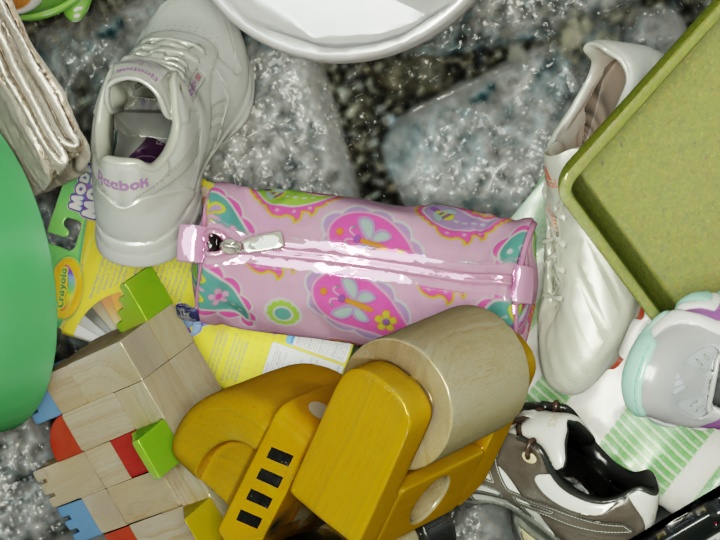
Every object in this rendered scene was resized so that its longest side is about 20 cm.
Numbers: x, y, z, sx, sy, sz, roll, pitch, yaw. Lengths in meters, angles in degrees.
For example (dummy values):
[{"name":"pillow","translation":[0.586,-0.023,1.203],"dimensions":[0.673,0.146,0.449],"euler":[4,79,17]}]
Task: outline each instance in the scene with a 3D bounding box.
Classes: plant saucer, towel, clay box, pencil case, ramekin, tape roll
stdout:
[{"name":"plant saucer","translation":[0.206,-0.056,1.324],"dimensions":[0.200,0.048,0.200],"euler":[-48,124,-11]},{"name":"towel","translation":[0.160,0.034,1.399],"dimensions":[0.200,0.023,0.153],"euler":[39,95,10]},{"name":"clay box","translation":[-0.090,0.007,1.435],"dimensions":[0.199,0.048,0.115],"euler":[19,90,11]},{"name":"towel","translation":[-0.206,-0.105,1.385],"dimensions":[0.034,0.200,0.133],"euler":[-28,95,-17]},{"name":"pencil case","translation":[0.000,0.000,1.355],"dimensions":[0.199,0.087,0.088],"euler":[8,88,7]},{"name":"ramekin","translation":[-0.002,-0.215,1.409],"dimensions":[0.201,0.094,0.203],"euler":[-1,86,10]},{"name":"tape roll","translation":[-0.247,0.001,1.403],"dimensions":[0.200,0.048,0.201],"euler":[22,118,49]}]

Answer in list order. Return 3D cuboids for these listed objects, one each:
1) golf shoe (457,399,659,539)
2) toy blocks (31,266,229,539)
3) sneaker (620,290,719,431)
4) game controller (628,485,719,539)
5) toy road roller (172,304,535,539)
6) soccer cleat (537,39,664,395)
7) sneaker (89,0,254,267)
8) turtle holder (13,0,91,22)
[{"name":"golf shoe","translation":[0.082,0.096,1.369],"dimensions":[0.200,0.078,0.095],"euler":[31,131,4]},{"name":"toy blocks","translation":[-0.129,0.113,1.408],"dimensions":[0.136,0.100,0.201],"euler":[-23,101,42]},{"name":"sneaker","translation":[0.248,0.062,1.272],"dimensions":[0.199,0.140,0.078],"euler":[-7,111,-31]},{"name":"game controller","translation":[0.198,0.167,1.351],"dimensions":[0.200,0.042,0.104],"euler":[-32,122,7]},{"name":"toy road roller","translation":[-0.013,0.088,1.303],"dimensions":[0.146,0.123,0.200],"euler":[39,121,22]},{"name":"soccer cleat","translation":[0.126,-0.032,1.355],"dimensions":[0.069,0.077,0.201],"euler":[11,83,54]},{"name":"sneaker","translation":[-0.108,-0.100,1.389],"dimensions":[0.075,0.100,0.201],"euler":[4,50,8]},{"name":"turtle holder","translation":[-0.195,-0.241,1.428],"dimensions":[0.141,0.132,0.186],"euler":[44,95,11]}]
